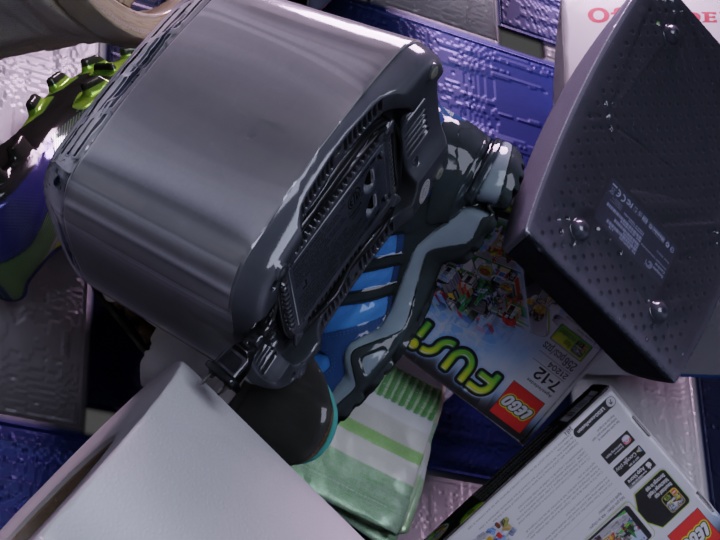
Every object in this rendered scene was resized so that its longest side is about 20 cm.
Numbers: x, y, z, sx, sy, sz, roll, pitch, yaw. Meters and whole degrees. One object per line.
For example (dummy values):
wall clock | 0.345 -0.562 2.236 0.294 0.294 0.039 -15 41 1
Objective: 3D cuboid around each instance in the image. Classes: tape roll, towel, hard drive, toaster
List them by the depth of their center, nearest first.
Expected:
tape roll | -0.101 0.160 0.762 0.139 0.202 0.203 45 51 -7
toaster | -0.056 -0.039 0.794 0.129 0.114 0.201 25 64 20
hard drive | 0.152 -0.050 0.921 0.135 0.042 0.201 43 55 -21
towel | -0.013 0.037 0.966 0.152 0.023 0.201 30 56 -16

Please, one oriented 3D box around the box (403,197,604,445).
box | 0.047 -0.006 0.942 0.199 0.110 0.035 36 13 -10

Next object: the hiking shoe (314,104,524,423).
hiking shoe | 0.000 0.000 0.894 0.086 0.074 0.201 36 93 1

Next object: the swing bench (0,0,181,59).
swing bench | -0.185 -0.177 0.857 0.130 0.197 0.201 53 39 -48

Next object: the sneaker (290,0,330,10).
sneaker | -0.018 -0.196 1.086 0.199 0.075 0.085 2 81 -34

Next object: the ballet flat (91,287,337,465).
ballet flat | -0.088 0.036 0.861 0.068 0.200 0.068 28 95 -40

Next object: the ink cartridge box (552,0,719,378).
ink cartridge box | 0.195 -0.053 1.069 0.146 0.145 0.201 1 62 3

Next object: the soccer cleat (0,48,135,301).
soccer cleat | -0.153 -0.058 0.940 0.200 0.064 0.084 -48 126 -43

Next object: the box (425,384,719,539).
box | 0.092 0.169 0.917 0.200 0.035 0.110 -41 94 -6

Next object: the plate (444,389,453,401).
plate | -0.013 -0.001 1.013 0.199 0.026 0.202 14 60 -26
